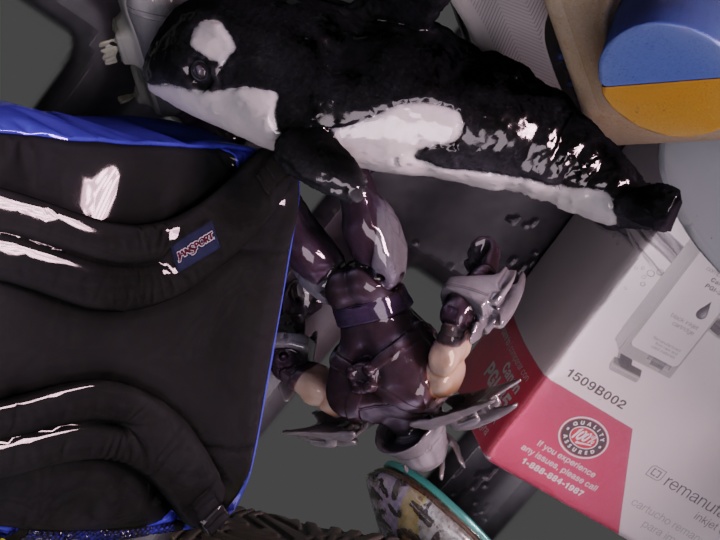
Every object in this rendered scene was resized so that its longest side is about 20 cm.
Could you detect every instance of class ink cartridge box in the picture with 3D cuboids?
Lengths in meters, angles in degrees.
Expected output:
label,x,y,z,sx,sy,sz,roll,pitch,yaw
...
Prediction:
label,x,y,z,sx,sy,sz,roll,pitch,yaw
ink cartridge box,0.159,0.019,0.883,0.146,0.083,0.200,30,107,-17

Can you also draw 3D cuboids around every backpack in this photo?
label,x,y,z,sx,sy,sz,roll,pitch,yaw
backpack,-0.150,0.016,0.750,0.200,0.168,0.163,2,97,-43

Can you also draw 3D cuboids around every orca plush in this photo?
label,x,y,z,sx,sy,sz,roll,pitch,yaw
orca plush,0.023,-0.069,0.721,0.200,0.105,0.071,25,122,17

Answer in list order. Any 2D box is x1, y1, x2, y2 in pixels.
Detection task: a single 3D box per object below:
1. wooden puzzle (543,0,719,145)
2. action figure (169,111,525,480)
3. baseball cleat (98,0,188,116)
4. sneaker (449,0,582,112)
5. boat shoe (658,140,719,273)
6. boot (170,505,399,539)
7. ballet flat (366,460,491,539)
label,x,y,z,sx,sy,sz,roll,pitch,yaw
wooden puzzle,0.138,-0.105,0.669,0.185,0.046,0.200,-1,138,27
action figure,0.000,0.000,0.850,0.130,0.069,0.200,-16,105,27
baseball cleat,-0.059,-0.156,0.760,0.106,0.070,0.200,-13,118,-7
sneaker,0.048,-0.146,0.775,0.073,0.112,0.200,-17,135,-1
boat shoe,0.206,-0.001,0.801,0.200,0.091,0.071,37,104,9
boot,-0.013,0.217,0.926,0.073,0.182,0.200,-20,114,-44
ballet flat,0.065,0.171,0.942,0.072,0.072,0.200,-43,112,12
